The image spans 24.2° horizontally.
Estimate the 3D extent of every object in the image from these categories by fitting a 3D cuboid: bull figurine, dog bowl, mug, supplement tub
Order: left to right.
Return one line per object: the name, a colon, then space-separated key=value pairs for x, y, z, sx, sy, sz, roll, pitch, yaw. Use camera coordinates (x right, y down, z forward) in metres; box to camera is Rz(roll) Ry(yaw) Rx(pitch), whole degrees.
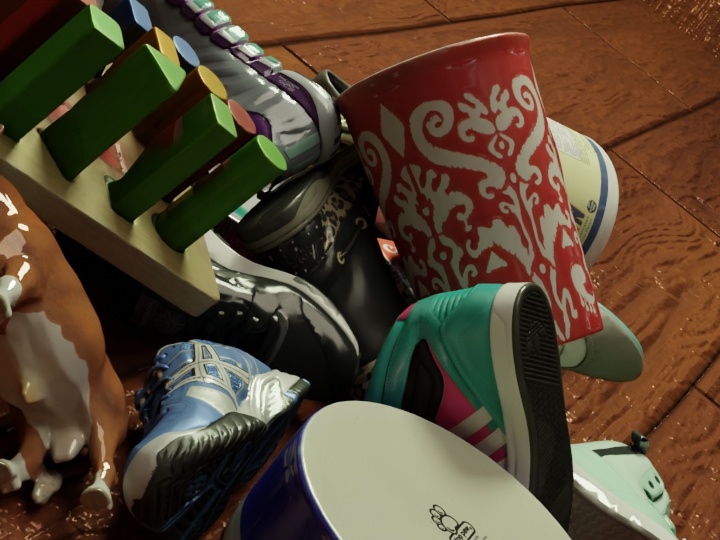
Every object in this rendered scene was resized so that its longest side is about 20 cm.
bull figurine: x=-0.167 y=0.026 z=0.809 sx=0.121 sy=0.065 sz=0.200 roll=-91 pitch=158 yaw=-60
dog bowl: x=0.030 y=0.164 z=0.893 sx=0.200 sy=0.079 sz=0.200 roll=31 pitch=22 yaw=-14
supplement tub: x=0.096 y=-0.072 z=1.371 sx=0.200 sy=0.145 sz=0.145 roll=21 pitch=26 yaw=-34
mug: x=0.095 y=-0.044 z=1.109 sx=0.177 sy=0.133 sz=0.200 roll=-16 pitch=85 yaw=-29

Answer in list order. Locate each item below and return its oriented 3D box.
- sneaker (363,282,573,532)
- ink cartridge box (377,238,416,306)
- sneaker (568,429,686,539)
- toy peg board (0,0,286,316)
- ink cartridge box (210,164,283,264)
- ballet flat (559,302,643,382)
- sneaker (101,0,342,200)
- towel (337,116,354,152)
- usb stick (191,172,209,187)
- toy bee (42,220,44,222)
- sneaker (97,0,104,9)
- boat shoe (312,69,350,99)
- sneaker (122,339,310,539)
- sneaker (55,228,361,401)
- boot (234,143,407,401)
sneaker: x=0.057 y=0.102 z=1.017 sx=0.121 sy=0.200 sz=0.084 roll=3 pitch=17 yaw=30
ink cartridge box: x=0.045 y=0.020 z=1.242 sx=0.109 sy=0.050 sz=0.200 roll=9 pitch=35 yaw=-48
sneaker: x=0.195 y=0.178 z=1.104 sx=0.118 sy=0.074 sz=0.200 roll=-2 pitch=40 yaw=-47
toy peg board: x=-0.139 y=-0.111 z=0.947 sx=0.200 sy=0.098 sz=0.199 roll=37 pitch=24 yaw=-42
ink cartridge box: x=-0.127 y=-0.074 z=1.192 sx=0.200 sy=0.042 sz=0.119 roll=36 pitch=24 yaw=-5
ballet flat: x=0.109 y=0.025 z=1.197 sx=0.200 sy=0.067 sz=0.064 roll=40 pitch=49 yaw=10
sneaker: x=-0.111 y=-0.122 z=1.103 sx=0.200 sy=0.074 sz=0.088 roll=32 pitch=49 yaw=22
towel: x=-0.096 y=-0.137 z=1.288 sx=0.148 sy=0.036 sz=0.200 roll=17 pitch=6 yaw=-40
usb stick: x=-0.155 y=-0.106 z=1.130 sx=0.055 sy=0.033 sz=0.200 roll=14 pitch=32 yaw=-54
toy bee: x=-0.264 y=-0.078 z=0.951 sx=0.200 sy=0.109 sz=0.131 roll=53 pitch=4 yaw=-27
sneaker: x=-0.215 y=-0.225 z=1.284 sx=0.200 sy=0.070 sz=0.100 roll=-7 pitch=23 yaw=-35
boat shoe: x=0.031 y=-0.102 z=1.456 sx=0.200 sy=0.057 sz=0.067 roll=31 pitch=23 yaw=-13
sneaker: x=-0.092 y=0.086 z=0.897 sx=0.077 sy=0.076 sz=0.200 roll=32 pitch=12 yaw=6
sneaker: x=-0.098 y=0.027 z=1.017 sx=0.200 sy=0.076 sz=0.088 roll=34 pitch=33 yaw=10
boot: x=-0.001 y=0.001 z=1.138 sx=0.154 sy=0.073 sz=0.204 roll=59 pitch=23 yaw=-7
